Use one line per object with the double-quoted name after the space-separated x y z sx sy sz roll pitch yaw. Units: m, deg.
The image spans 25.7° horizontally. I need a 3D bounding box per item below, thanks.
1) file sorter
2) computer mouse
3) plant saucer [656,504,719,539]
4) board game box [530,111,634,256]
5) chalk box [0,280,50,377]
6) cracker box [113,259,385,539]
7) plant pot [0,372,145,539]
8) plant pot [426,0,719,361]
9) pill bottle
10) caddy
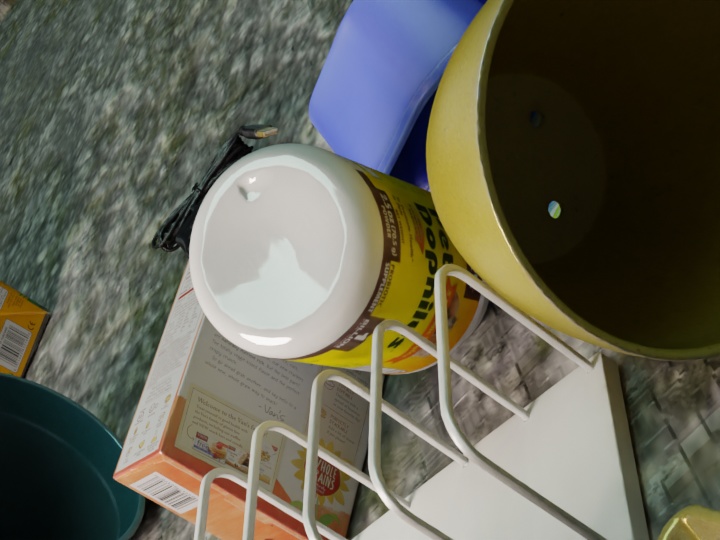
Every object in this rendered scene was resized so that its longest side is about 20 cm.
0.021 0.117 0.776 0.200 0.124 0.139 -42 27 29 "file sorter"
-0.100 -0.059 1.319 0.141 0.046 0.200 -54 19 -8 "computer mouse"
0.144 0.195 0.546 0.200 0.048 0.200 -61 26 -12 "plant saucer"
0.151 -0.092 0.906 0.200 0.034 0.134 -59 24 -6 "board game box"
-0.438 0.090 1.641 0.200 0.124 0.125 -28 36 45 "chalk box"
-0.056 0.066 0.966 0.058 0.134 0.200 -30 34 44 "cracker box"
-0.286 0.208 1.159 0.188 0.200 0.200 -61 21 25 "plant pot"
0.110 -0.057 0.753 0.200 0.200 0.142 -62 20 -15 "plant pot"
0.000 0.000 0.865 0.109 0.200 0.110 -3 82 26 "pill bottle"
0.057 -0.114 0.959 0.141 0.105 0.200 -29 -20 -32 "caddy"
